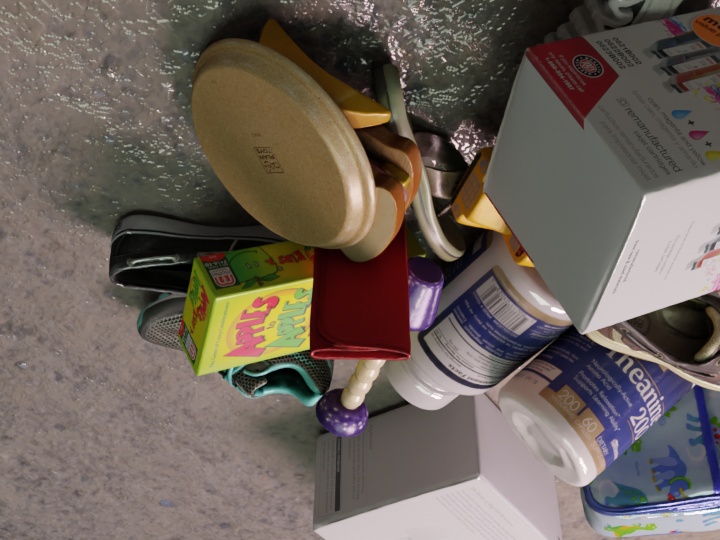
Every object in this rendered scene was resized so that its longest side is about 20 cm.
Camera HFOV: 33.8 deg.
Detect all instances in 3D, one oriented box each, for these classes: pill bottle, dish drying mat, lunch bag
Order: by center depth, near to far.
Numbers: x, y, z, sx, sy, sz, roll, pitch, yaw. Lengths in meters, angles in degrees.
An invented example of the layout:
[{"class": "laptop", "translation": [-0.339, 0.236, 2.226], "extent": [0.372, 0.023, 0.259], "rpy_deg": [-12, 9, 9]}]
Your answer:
[{"class": "dish drying mat", "translation": [0.000, 0.000, 0.951], "extent": [0.077, 0.200, 0.018], "rpy_deg": [1, 127, -1]}, {"class": "pill bottle", "translation": [0.227, 0.086, 1.042], "extent": [0.200, 0.111, 0.111], "rpy_deg": [-39, 138, -14]}, {"class": "pill bottle", "translation": [0.109, 0.043, 1.065], "extent": [0.111, 0.111, 0.200], "rpy_deg": [24, 134, -25]}, {"class": "lunch bag", "translation": [0.278, 0.142, 1.111], "extent": [0.160, 0.200, 0.083], "rpy_deg": [-5, 146, 9]}]

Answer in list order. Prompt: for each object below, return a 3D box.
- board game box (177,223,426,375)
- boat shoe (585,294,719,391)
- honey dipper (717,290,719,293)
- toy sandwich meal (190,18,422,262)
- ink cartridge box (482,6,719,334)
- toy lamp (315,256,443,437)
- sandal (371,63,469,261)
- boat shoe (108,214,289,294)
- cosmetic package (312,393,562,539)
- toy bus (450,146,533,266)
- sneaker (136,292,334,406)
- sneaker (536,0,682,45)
[{"class": "board game box", "translation": [-0.050, 0.022, 1.023], "extent": [0.200, 0.048, 0.102], "rpy_deg": [-12, 143, -28]}, {"class": "boat shoe", "translation": [0.278, 0.056, 0.963], "extent": [0.199, 0.073, 0.065], "rpy_deg": [12, 176, -6]}, {"class": "honey dipper", "translation": [0.264, -0.046, 1.021], "extent": [0.038, 0.038, 0.200], "rpy_deg": [-29, 129, 29]}, {"class": "toy sandwich meal", "translation": [-0.043, -0.099, 0.907], "extent": [0.205, 0.070, 0.205], "rpy_deg": [32, 146, 25]}, {"class": "ink cartridge box", "translation": [0.216, -0.076, 0.819], "extent": [0.200, 0.145, 0.145], "rpy_deg": [-16, 144, -22]}, {"class": "toy lamp", "translation": [0.019, 0.067, 1.046], "extent": [0.058, 0.058, 0.200], "rpy_deg": [14, 133, -15]}, {"class": "sandal", "translation": [0.059, -0.082, 0.953], "extent": [0.057, 0.080, 0.201], "rpy_deg": [-20, 136, 2]}, {"class": "boat shoe", "translation": [-0.121, -0.001, 1.046], "extent": [0.199, 0.068, 0.074], "rpy_deg": [10, 138, -14]}, {"class": "cosmetic package", "translation": [0.086, 0.244, 1.285], "extent": [0.200, 0.123, 0.199], "rpy_deg": [-21, 134, 24]}, {"class": "toy bus", "translation": [0.175, -0.041, 0.943], "extent": [0.200, 0.078, 0.065], "rpy_deg": [7, 134, -25]}, {"class": "sneaker", "translation": [-0.113, 0.076, 1.118], "extent": [0.199, 0.091, 0.078], "rpy_deg": [10, 137, -11]}, {"class": "sneaker", "translation": [0.182, -0.162, 0.867], "extent": [0.081, 0.075, 0.200], "rpy_deg": [7, 139, -21]}]
